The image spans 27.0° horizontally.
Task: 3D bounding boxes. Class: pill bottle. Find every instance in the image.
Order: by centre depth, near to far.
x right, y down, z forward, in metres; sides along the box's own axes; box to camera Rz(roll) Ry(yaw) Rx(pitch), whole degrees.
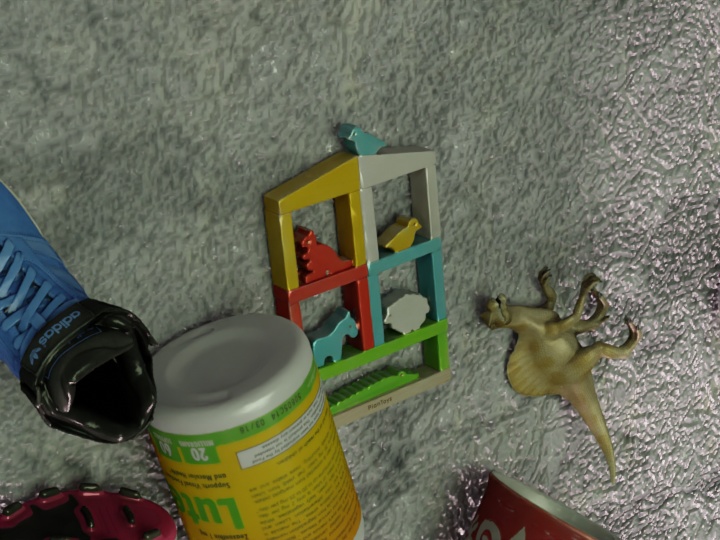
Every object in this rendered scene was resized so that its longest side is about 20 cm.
[{"bbox_3d":[-0.060,0.140,0.944,0.110,0.111,0.202,-31,121,-26],"label":"pill bottle"}]

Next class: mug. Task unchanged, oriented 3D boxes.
[{"bbox_3d":[0.110,0.271,1.089,0.132,0.178,0.202,28,91,-7],"label":"mug"}]

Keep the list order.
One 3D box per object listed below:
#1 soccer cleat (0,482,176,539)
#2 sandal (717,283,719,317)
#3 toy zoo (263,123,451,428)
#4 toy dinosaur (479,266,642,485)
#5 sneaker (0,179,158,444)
[{"bbox_3d":[-0.204,0.184,0.885,0.198,0.070,0.087,-7,124,-34],"label":"soccer cleat"},{"bbox_3d":[0.357,-0.040,1.234,0.059,0.079,0.210,12,95,-36],"label":"sandal"},{"bbox_3d":[0.000,0.000,1.006,0.130,0.020,0.203,-20,115,-32],"label":"toy zoo"},{"bbox_3d":[0.159,0.063,1.140,0.101,0.058,0.200,-42,119,-2],"label":"toy dinosaur"},{"bbox_3d":[-0.179,0.016,0.813,0.077,0.111,0.201,-43,125,-19],"label":"sneaker"}]
